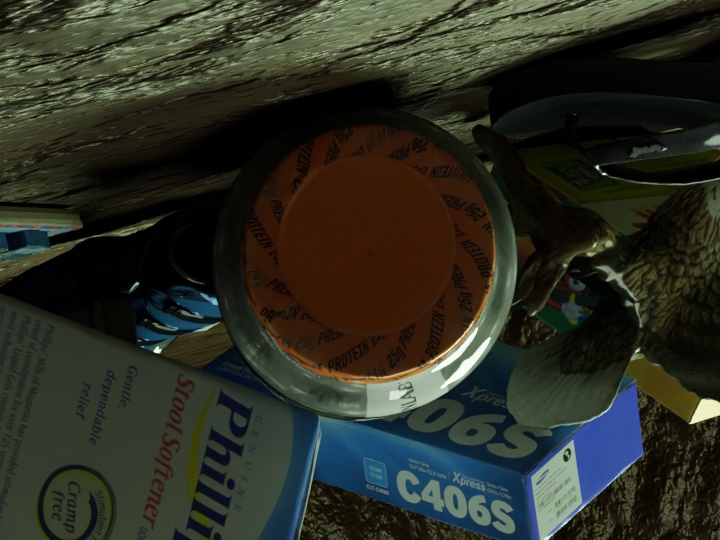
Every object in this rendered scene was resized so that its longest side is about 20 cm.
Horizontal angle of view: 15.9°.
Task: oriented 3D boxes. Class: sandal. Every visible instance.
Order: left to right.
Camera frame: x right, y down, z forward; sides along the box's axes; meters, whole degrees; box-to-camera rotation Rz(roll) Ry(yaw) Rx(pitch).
[{"bbox_3d":[0.144,-0.057,1.034,0.199,0.043,0.076,3,174,20],"label":"sandal"}]

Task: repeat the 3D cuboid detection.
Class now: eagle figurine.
[{"bbox_3d":[0.164,-0.003,1.175,0.199,0.153,0.151,12,151,-28],"label":"eagle figurine"}]

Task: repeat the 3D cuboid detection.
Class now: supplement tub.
[{"bbox_3d":[0.000,0.000,1.057,0.122,0.124,0.200,-14,177,-2],"label":"supplement tub"}]

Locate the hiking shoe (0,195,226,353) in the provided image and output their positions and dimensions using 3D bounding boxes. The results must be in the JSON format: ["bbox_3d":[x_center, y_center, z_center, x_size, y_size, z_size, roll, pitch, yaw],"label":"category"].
[{"bbox_3d":[-0.100,0.001,1.234,0.199,0.075,0.087,-19,161,-1],"label":"hiking shoe"}]

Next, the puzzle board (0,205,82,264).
[{"bbox_3d":[-0.216,0.000,1.052,0.150,0.018,0.200,-15,176,15],"label":"puzzle board"}]

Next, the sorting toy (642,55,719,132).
[{"bbox_3d":[0.239,-0.104,1.147,0.184,0.037,0.200,-12,-179,-17],"label":"sorting toy"}]

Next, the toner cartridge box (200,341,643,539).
[{"bbox_3d":[0.026,0.068,1.225,0.199,0.043,0.095,14,-147,36],"label":"toner cartridge box"}]

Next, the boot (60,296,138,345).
[{"bbox_3d":[-0.198,0.085,1.210,0.198,0.183,0.073,-9,-143,-6],"label":"boot"}]

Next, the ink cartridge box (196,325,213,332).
[{"bbox_3d":[-0.104,0.011,1.483,0.199,0.041,0.199,-11,175,-45],"label":"ink cartridge box"}]

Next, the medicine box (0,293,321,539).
[{"bbox_3d":[-0.149,0.086,1.060,0.199,0.104,0.182,22,161,-24],"label":"medicine box"}]

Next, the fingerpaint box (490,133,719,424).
[{"bbox_3d":[0.177,-0.001,1.404,0.166,0.074,0.199,35,-155,28],"label":"fingerpaint box"}]
